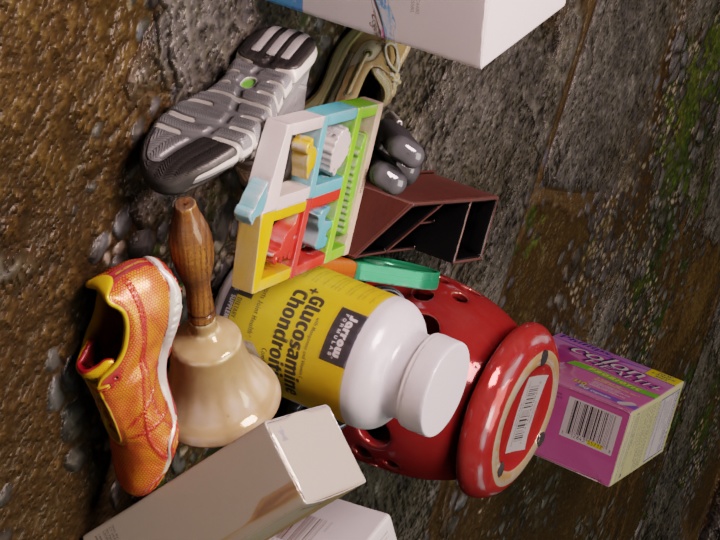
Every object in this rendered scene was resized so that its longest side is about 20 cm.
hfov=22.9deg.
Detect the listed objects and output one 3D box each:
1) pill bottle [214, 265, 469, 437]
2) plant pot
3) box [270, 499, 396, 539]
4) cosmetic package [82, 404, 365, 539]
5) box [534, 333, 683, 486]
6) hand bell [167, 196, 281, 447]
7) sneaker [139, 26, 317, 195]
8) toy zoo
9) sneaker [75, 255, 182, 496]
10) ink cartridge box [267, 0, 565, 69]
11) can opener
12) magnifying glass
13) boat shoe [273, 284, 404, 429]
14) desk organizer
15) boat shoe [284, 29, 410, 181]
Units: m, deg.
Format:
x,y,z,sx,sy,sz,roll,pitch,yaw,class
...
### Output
x,y,z,sx,sy,sz,roll,pitch,yaw,class
-0.016,0.062,1.450,0.112,0.199,0.113,-45,146,-42,pill bottle
0.081,0.111,1.718,0.200,0.182,0.201,-41,142,-43,plant pot
-0.041,0.307,1.602,0.106,0.152,0.201,-45,133,-39,box
-0.106,0.186,1.381,0.200,0.071,0.105,-33,168,27,cosmetic package
0.270,0.164,2.151,0.200,0.175,0.097,-14,122,-61,box
-0.121,0.027,1.328,0.104,0.104,0.201,-49,147,-37,hand bell
-0.091,-0.087,1.335,0.200,0.075,0.116,-49,151,-40,sneaker
-0.045,-0.058,1.345,0.200,0.020,0.132,-25,131,-63,toy zoo
-0.178,0.081,1.314,0.077,0.073,0.201,-19,124,-34,sneaker
0.044,-0.265,1.320,0.147,0.199,0.147,-40,142,-47,ink cartridge box
0.031,-0.099,1.511,0.053,0.066,0.200,-58,-173,7,can opener
0.000,0.000,1.603,0.200,0.079,0.023,7,97,-54,magnifying glass
-0.009,0.086,1.570,0.200,0.091,0.071,-46,107,-26,boat shoe
0.050,-0.047,1.650,0.200,0.077,0.072,-9,117,-62,desk organizer
-0.003,-0.139,1.486,0.201,0.063,0.073,-53,151,-30,boat shoe
